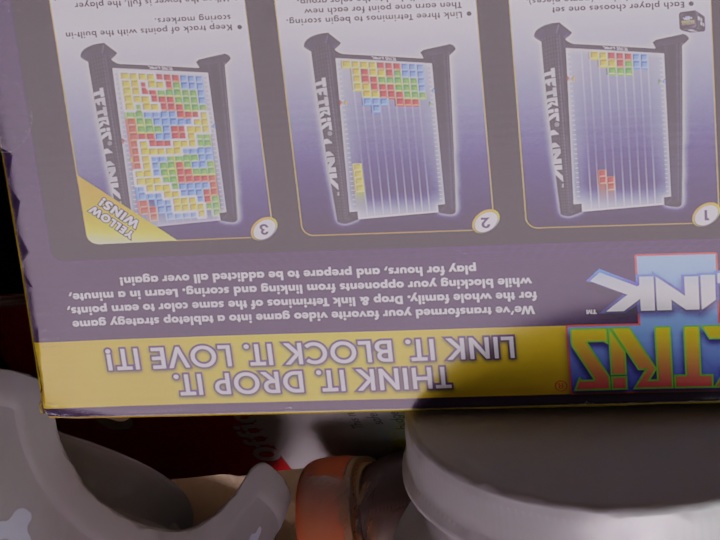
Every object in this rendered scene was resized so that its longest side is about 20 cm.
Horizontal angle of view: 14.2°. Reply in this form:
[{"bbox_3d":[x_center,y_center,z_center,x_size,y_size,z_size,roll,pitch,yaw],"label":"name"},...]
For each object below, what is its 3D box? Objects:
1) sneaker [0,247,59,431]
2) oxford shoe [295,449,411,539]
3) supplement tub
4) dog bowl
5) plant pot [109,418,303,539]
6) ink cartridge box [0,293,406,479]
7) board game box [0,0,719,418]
[{"bbox_3d":[-0.132,-0.006,0.830,0.084,0.075,0.200,-9,147,36],"label":"sneaker"},{"bbox_3d":[0.047,0.098,0.904,0.073,0.072,0.200,-13,163,17],"label":"oxford shoe"},{"bbox_3d":[0.079,0.123,0.769,0.140,0.140,0.201,-1,113,7],"label":"supplement tub"},{"bbox_3d":[-0.122,0.076,0.835,0.199,0.059,0.200,9,164,3],"label":"dog bowl"},{"bbox_3d":[-0.081,0.163,1.014,0.200,0.201,0.184,7,159,-6],"label":"plant pot"},{"bbox_3d":[0.000,0.000,0.839,0.199,0.067,0.116,-8,146,15],"label":"ink cartridge box"},{"bbox_3d":[0.011,-0.049,0.711,0.199,0.057,0.166,-1,119,8],"label":"board game box"}]
